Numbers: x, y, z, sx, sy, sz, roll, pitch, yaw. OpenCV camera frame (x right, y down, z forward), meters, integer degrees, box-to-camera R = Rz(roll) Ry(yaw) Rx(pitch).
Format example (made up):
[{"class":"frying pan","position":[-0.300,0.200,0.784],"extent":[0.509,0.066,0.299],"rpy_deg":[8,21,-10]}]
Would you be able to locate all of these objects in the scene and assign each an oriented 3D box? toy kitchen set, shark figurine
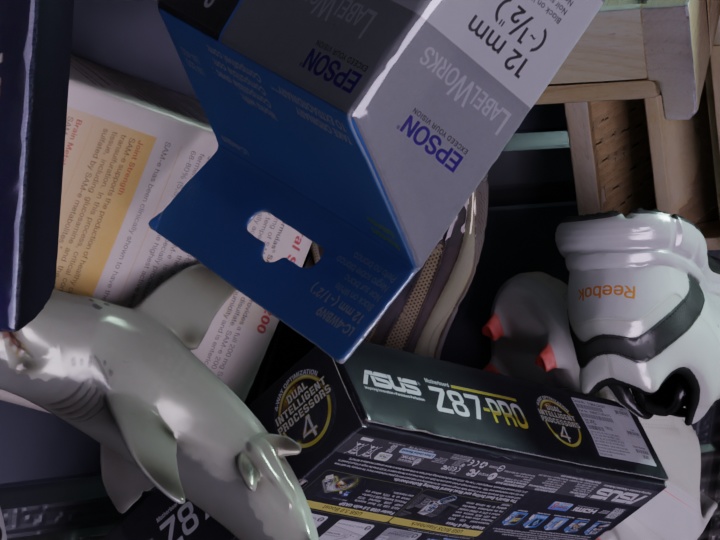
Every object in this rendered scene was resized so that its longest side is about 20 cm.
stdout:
[{"class":"toy kitchen set","position":[0.150,-0.064,1.002],"extent":[0.162,0.200,0.181],"rpy_deg":[-3,116,15]},{"class":"shark figurine","position":[-0.065,0.088,0.938],"extent":[0.128,0.215,0.089],"rpy_deg":[-32,171,-48]}]

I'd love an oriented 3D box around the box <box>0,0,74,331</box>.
[{"class":"box","position":[-0.196,-0.067,0.819],"extent":[0.199,0.104,0.149],"rpy_deg":[4,100,-1]}]

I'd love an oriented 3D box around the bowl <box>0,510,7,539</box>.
[{"class":"bowl","position":[-0.212,0.121,0.914],"extent":[0.200,0.094,0.202],"rpy_deg":[0,91,-23]}]

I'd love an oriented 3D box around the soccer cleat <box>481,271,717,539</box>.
[{"class":"soccer cleat","position":[0.112,0.065,1.154],"extent":[0.077,0.069,0.201],"rpy_deg":[-40,132,-19]}]

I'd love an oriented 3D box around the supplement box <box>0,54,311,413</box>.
[{"class":"supplement box","position":[-0.123,-0.018,0.963],"extent":[0.199,0.073,0.127],"rpy_deg":[19,99,-35]}]

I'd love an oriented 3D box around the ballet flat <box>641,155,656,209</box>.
[{"class":"ballet flat","position":[0.215,-0.049,1.164],"extent":[0.199,0.075,0.068],"rpy_deg":[-8,114,-29]}]

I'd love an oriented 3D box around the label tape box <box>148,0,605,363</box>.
[{"class":"label tape box","position":[-0.001,-0.087,0.863],"extent":[0.066,0.143,0.200],"rpy_deg":[38,87,-37]}]

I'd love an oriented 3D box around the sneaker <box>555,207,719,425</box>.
[{"class":"sneaker","position":[0.138,0.032,1.093],"extent":[0.200,0.073,0.081],"rpy_deg":[20,67,-56]}]

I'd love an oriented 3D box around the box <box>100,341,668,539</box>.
[{"class":"box","position":[0.009,0.104,1.045],"extent":[0.199,0.049,0.161],"rpy_deg":[13,132,-46]}]

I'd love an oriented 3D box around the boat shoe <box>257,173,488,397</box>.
[{"class":"boat shoe","position":[0.000,0.000,1.049],"extent":[0.073,0.074,0.201],"rpy_deg":[0,108,-32]}]
